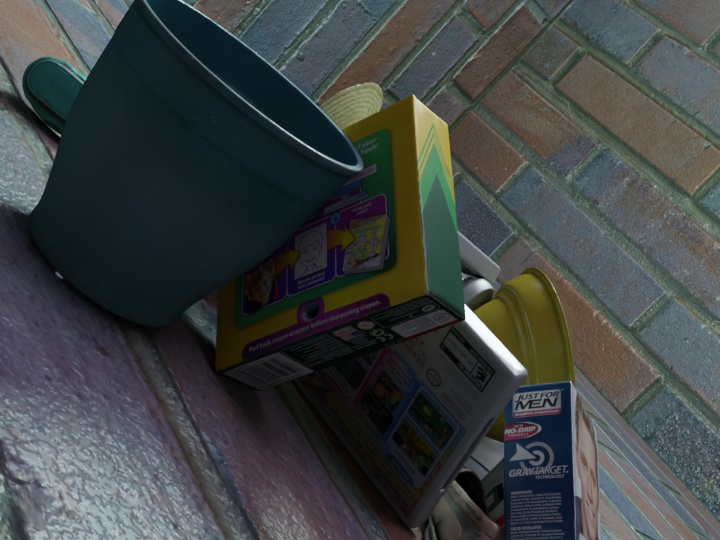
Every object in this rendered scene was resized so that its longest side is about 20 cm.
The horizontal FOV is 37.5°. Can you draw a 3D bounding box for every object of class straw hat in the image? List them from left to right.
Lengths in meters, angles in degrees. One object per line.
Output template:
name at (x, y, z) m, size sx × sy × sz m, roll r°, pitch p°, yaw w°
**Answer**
straw hat at (-0.015, -0.122, 1.246) m, size 0.085 × 0.201 × 0.201 m, roll 44°, pitch 9°, yaw 14°

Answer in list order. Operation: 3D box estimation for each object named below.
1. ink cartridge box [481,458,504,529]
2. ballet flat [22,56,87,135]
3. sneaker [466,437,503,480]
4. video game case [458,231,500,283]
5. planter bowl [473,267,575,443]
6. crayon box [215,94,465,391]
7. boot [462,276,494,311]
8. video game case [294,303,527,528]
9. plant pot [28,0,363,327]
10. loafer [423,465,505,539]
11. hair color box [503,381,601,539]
ink cartridge box at (0.162, 0.258, 0.977) m, size 0.116 × 0.067 × 0.200 m, roll 43°, pitch 9°, yaw -3°
ballet flat at (-0.236, -0.125, 1.010) m, size 0.200 × 0.067 × 0.070 m, roll 44°, pitch -5°, yaw -11°
sneaker at (0.154, 0.204, 1.173) m, size 0.200 × 0.071 × 0.073 m, roll 37°, pitch 11°, yaw -37°
video game case at (0.024, -0.057, 1.077) m, size 0.182 × 0.022 × 0.200 m, roll 21°, pitch -11°, yaw 43°
planter bowl at (0.136, 0.099, 1.036) m, size 0.083 × 0.201 × 0.200 m, roll -3°, pitch 22°, yaw -9°
crayon box at (-0.021, -0.018, 0.825) m, size 0.058 × 0.200 × 0.173 m, roll 33°, pitch 46°, yaw -44°
boot at (0.060, 0.047, 1.139) m, size 0.073 × 0.200 × 0.096 m, roll -16°, pitch 63°, yaw -41°
video game case at (0.025, 0.079, 0.871) m, size 0.024 × 0.182 × 0.200 m, roll -9°, pitch 48°, yaw -44°
plant pot at (-0.132, -0.068, 0.772) m, size 0.200 × 0.188 × 0.200 m, roll 38°, pitch 13°, yaw -10°
loafer at (0.090, 0.205, 0.916) m, size 0.072 × 0.063 × 0.200 m, roll 41°, pitch 9°, yaw -11°
hair color box at (0.157, 0.202, 0.856) m, size 0.100 × 0.060 × 0.200 m, roll 55°, pitch 32°, yaw -49°
